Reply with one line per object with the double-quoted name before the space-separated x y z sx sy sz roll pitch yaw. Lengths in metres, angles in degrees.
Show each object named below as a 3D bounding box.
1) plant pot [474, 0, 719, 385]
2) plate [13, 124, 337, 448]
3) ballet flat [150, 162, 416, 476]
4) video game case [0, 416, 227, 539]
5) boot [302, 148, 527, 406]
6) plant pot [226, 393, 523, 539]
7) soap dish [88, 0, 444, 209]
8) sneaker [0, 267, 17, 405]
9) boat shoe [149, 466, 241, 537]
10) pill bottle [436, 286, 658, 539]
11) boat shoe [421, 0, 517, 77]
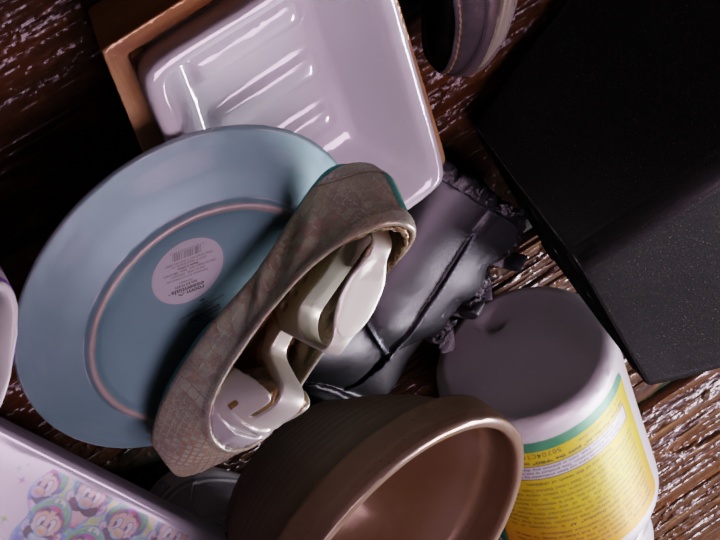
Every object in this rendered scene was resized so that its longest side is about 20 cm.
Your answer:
"plant pot" 0.184 -0.059 1.549 0.177 0.200 0.200 -33 138 1
"plate" -0.082 0.016 1.382 0.199 0.026 0.201 -21 136 -22
"ballet flat" -0.040 0.036 1.365 0.067 0.062 0.200 14 116 -44
"video game case" -0.200 0.179 1.490 0.200 0.024 0.182 30 101 -29
"boot" 0.000 0.000 1.521 0.163 0.073 0.198 -51 146 9
"plant pot" -0.009 0.138 1.511 0.201 0.093 0.201 -37 150 -26
"soap dish" -0.048 -0.091 1.402 0.157 0.081 0.200 -34 137 -14
"sneaker" -0.240 0.069 1.347 0.072 0.114 0.201 14 113 -46
"boat shoe" -0.037 0.158 1.616 0.199 0.069 0.072 19 109 -46
"pill bottle" 0.123 0.113 1.680 0.113 0.113 0.200 -36 138 -12
"boat shoe" 0.038 -0.195 1.410 0.073 0.075 0.201 -11 120 -21
